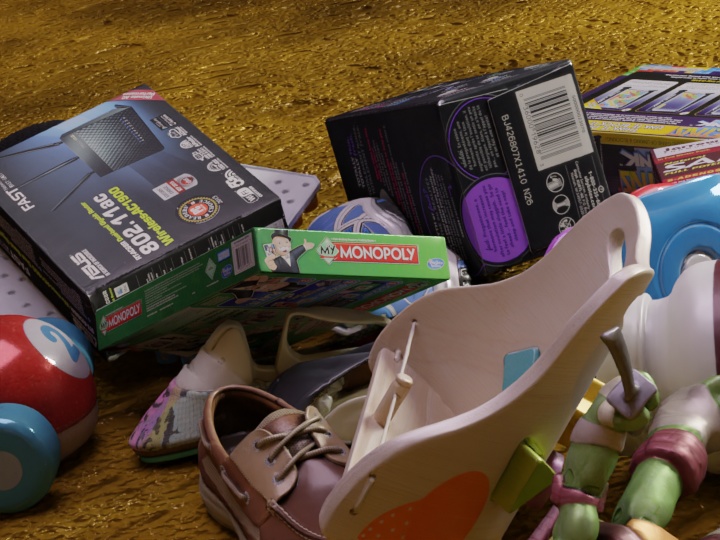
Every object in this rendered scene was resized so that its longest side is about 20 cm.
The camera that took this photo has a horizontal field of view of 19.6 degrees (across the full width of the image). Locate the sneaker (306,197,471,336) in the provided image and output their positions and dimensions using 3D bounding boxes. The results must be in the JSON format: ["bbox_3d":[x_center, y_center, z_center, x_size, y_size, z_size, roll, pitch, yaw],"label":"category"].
[{"bbox_3d":[0.000,0.000,1.396,0.077,0.076,0.200,-13,17,-22],"label":"sneaker"}]

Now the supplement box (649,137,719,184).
[{"bbox_3d":[0.258,-0.037,1.388,0.109,0.061,0.200,-10,17,4],"label":"supplement box"}]

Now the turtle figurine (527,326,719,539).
[{"bbox_3d":[0.150,0.112,0.881,0.144,0.200,0.194,34,30,16],"label":"turtle figurine"}]

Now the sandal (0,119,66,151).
[{"bbox_3d":[-0.291,-0.074,1.856,0.075,0.045,0.200,-15,32,5],"label":"sandal"}]

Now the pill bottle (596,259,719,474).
[{"bbox_3d":[0.226,0.046,1.071,0.200,0.113,0.113,-5,19,15],"label":"pill bottle"}]

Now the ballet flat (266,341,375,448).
[{"bbox_3d":[0.041,0.062,1.198,0.200,0.073,0.073,-19,19,-2],"label":"ballet flat"}]

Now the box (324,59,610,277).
[{"bbox_3d":[0.072,-0.067,1.428,0.106,0.122,0.200,-19,8,-22],"label":"box"}]

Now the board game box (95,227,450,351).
[{"bbox_3d":[-0.058,0.015,1.275,0.134,0.029,0.200,1,-15,-35],"label":"board game box"}]

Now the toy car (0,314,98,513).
[{"bbox_3d":[-0.261,0.028,1.262,0.177,0.200,0.184,-9,19,4],"label":"toy car"}]

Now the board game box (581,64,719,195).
[{"bbox_3d":[0.253,-0.106,1.606,0.200,0.057,0.165,9,28,45],"label":"board game box"}]

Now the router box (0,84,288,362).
[{"bbox_3d":[-0.161,-0.038,1.433,0.150,0.062,0.200,-29,41,-21],"label":"router box"}]

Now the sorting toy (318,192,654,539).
[{"bbox_3d":[0.080,0.047,1.021,0.107,0.180,0.200,35,21,-6],"label":"sorting toy"}]

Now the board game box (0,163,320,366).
[{"bbox_3d":[-0.155,-0.013,1.473,0.200,0.026,0.200,9,42,24],"label":"board game box"}]

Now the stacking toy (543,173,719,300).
[{"bbox_3d":[0.155,0.006,1.289,0.116,0.110,0.200,-18,5,-25],"label":"stacking toy"}]

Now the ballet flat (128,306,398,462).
[{"bbox_3d":[-0.046,0.059,1.255,0.200,0.071,0.069,-13,19,-5],"label":"ballet flat"}]

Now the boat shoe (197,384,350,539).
[{"bbox_3d":[-0.038,0.110,1.094,0.076,0.072,0.200,-20,20,-26],"label":"boat shoe"}]
